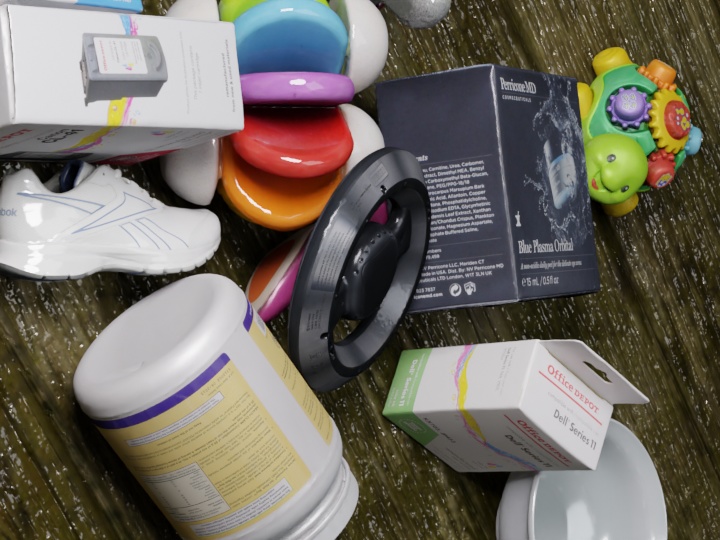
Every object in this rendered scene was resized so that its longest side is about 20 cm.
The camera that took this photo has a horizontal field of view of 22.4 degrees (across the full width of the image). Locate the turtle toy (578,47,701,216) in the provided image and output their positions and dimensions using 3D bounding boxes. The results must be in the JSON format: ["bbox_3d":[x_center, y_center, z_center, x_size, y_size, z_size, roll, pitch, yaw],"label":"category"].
[{"bbox_3d":[0.265,-0.130,1.784,0.200,0.101,0.146,-44,115,-39],"label":"turtle toy"}]

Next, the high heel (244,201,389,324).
[{"bbox_3d":[-0.022,-0.002,1.500,0.096,0.067,0.200,48,50,-17],"label":"high heel"}]

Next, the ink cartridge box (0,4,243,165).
[{"bbox_3d":[-0.204,-0.127,1.284,0.199,0.147,0.086,-4,85,-44],"label":"ink cartridge box"}]

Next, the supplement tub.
[{"bbox_3d":[-0.103,0.119,1.352,0.146,0.145,0.200,-52,120,-36],"label":"supplement tub"}]

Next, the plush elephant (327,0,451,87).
[{"bbox_3d":[0.023,-0.274,1.507,0.155,0.165,0.200,-32,80,-32],"label":"plush elephant"}]

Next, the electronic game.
[{"bbox_3d":[0.000,0.000,1.420,0.200,0.041,0.201,-49,151,-40],"label":"electronic game"}]

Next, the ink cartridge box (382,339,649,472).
[{"bbox_3d":[0.132,0.118,1.548,0.117,0.199,0.068,39,59,-34],"label":"ink cartridge box"}]

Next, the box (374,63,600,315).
[{"bbox_3d":[0.114,-0.069,1.582,0.196,0.117,0.201,-4,87,-62],"label":"box"}]

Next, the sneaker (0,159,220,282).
[{"bbox_3d":[-0.181,-0.038,1.339,0.199,0.074,0.088,-4,96,-46],"label":"sneaker"}]

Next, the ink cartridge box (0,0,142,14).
[{"bbox_3d":[-0.240,-0.269,1.306,0.116,0.068,0.201,0,71,-46],"label":"ink cartridge box"}]

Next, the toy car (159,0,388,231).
[{"bbox_3d":[-0.060,-0.128,1.383,0.174,0.150,0.201,-1,101,-14],"label":"toy car"}]

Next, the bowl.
[{"bbox_3d":[0.188,0.236,1.666,0.201,0.090,0.202,8,79,-43],"label":"bowl"}]
